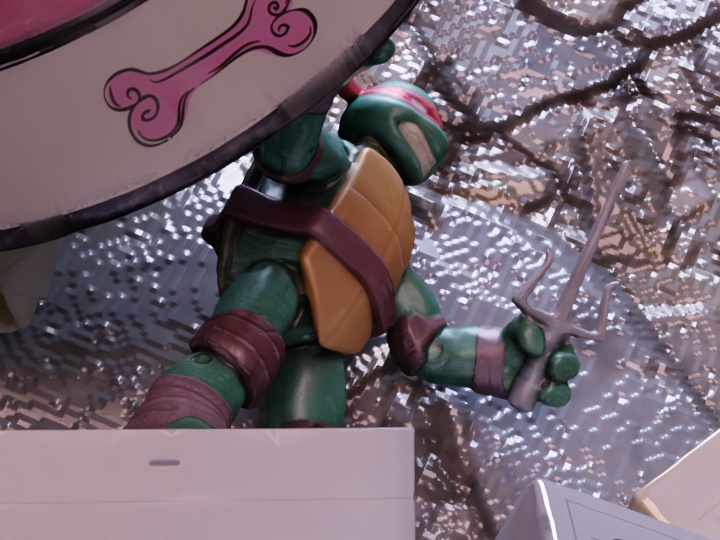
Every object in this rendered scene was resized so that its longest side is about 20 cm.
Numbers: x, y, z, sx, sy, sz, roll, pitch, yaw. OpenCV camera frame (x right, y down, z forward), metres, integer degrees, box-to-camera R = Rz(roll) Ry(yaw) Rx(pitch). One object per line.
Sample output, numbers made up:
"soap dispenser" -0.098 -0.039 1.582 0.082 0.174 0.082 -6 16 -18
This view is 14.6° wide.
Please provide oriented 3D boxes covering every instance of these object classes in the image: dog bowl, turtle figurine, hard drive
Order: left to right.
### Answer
"dog bowl" -0.077 -0.095 0.810 0.199 0.074 0.200 -21 31 13
"hard drive" -0.051 0.142 0.734 0.131 0.026 0.201 0 86 -8
"turtle figurine" 0.000 0.000 0.844 0.150 0.100 0.200 44 55 -28

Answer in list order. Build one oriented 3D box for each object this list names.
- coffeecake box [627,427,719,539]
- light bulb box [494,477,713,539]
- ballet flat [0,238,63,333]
"coffeecake box" 0.192 0.109 0.813 0.153 0.073 0.200 -34 68 -26
"light bulb box" 0.108 0.177 0.616 0.199 0.125 0.199 20 29 -18
"ballet flat" -0.135 0.008 0.841 0.069 0.070 0.200 36 62 14
